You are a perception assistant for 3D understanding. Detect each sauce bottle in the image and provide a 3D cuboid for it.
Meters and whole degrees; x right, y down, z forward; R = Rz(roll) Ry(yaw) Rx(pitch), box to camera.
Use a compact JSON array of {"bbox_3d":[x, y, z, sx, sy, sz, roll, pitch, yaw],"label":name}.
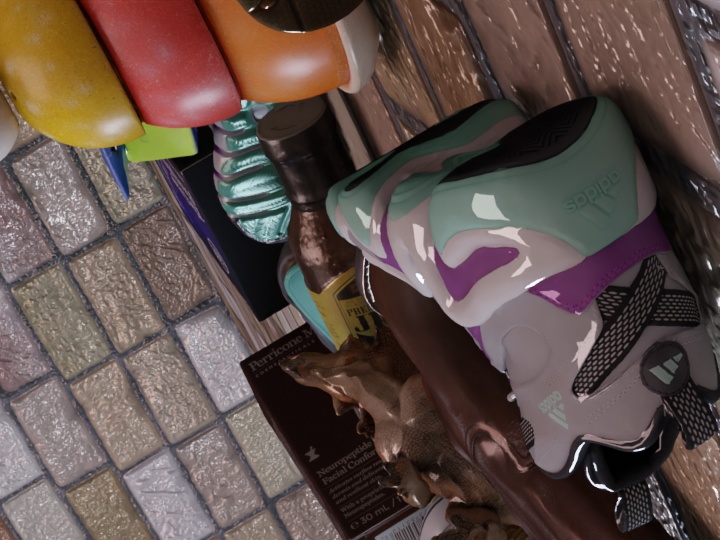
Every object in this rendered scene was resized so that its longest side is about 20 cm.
[{"bbox_3d":[0.000,0.000,1.031,0.201,0.064,0.065,63,173,-31],"label":"sauce bottle"}]

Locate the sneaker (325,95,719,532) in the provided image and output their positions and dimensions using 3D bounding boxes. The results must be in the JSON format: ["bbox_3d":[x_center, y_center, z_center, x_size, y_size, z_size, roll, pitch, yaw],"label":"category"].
[{"bbox_3d":[0.058,0.020,0.629,0.141,0.077,0.200,62,174,-10],"label":"sneaker"}]

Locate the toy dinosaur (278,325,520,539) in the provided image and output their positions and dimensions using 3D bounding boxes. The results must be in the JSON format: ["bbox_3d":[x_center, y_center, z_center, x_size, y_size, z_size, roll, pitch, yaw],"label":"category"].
[{"bbox_3d":[0.054,0.090,0.960,0.200,0.086,0.136,47,179,4],"label":"toy dinosaur"}]

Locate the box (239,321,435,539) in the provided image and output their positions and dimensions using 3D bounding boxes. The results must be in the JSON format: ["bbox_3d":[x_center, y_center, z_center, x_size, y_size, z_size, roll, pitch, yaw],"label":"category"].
[{"bbox_3d":[0.001,0.123,1.406,0.200,0.100,0.075,52,170,44],"label":"box"}]

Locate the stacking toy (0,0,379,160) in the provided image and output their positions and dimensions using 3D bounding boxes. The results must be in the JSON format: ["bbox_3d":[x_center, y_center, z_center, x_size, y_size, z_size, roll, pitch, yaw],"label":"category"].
[{"bbox_3d":[-0.104,-0.099,0.810,0.147,0.199,0.146,58,173,12],"label":"stacking toy"}]

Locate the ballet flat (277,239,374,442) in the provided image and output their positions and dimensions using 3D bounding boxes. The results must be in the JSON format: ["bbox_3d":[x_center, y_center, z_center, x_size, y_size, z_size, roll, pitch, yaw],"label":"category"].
[{"bbox_3d":[0.015,0.042,1.137,0.201,0.073,0.073,57,176,-32],"label":"ballet flat"}]

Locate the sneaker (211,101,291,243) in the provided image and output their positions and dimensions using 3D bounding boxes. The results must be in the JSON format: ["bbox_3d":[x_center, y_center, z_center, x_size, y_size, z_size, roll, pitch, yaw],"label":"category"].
[{"bbox_3d":[-0.056,-0.103,1.082,0.201,0.074,0.088,79,179,-52],"label":"sneaker"}]

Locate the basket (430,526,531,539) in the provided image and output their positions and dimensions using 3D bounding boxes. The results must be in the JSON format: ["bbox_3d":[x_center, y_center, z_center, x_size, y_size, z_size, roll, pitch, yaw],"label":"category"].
[{"bbox_3d":[0.059,0.244,1.047,0.143,0.199,0.150,48,167,54],"label":"basket"}]

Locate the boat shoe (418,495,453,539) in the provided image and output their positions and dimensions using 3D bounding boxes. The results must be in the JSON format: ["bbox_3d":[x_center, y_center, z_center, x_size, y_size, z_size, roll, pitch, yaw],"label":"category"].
[{"bbox_3d":[0.072,0.190,1.276,0.062,0.072,0.201,56,174,35],"label":"boat shoe"}]

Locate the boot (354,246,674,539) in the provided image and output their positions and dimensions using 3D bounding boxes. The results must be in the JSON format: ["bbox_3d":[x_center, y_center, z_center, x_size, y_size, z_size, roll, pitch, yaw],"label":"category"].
[{"bbox_3d":[0.082,0.075,0.768,0.201,0.064,0.187,55,176,35],"label":"boot"}]

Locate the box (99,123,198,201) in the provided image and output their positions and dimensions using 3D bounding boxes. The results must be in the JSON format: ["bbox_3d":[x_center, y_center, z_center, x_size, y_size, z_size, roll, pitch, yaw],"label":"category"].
[{"bbox_3d":[-0.121,-0.153,1.037,0.122,0.047,0.202,79,-175,-70],"label":"box"}]

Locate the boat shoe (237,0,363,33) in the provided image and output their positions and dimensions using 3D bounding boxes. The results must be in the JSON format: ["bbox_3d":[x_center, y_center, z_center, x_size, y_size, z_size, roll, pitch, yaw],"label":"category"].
[{"bbox_3d":[-0.042,-0.175,0.611,0.068,0.071,0.202,-122,11,-64],"label":"boat shoe"}]

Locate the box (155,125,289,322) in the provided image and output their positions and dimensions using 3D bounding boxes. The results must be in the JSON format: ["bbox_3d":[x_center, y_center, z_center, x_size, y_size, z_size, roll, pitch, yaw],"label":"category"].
[{"bbox_3d":[-0.102,-0.073,1.441,0.142,0.078,0.200,61,174,-31],"label":"box"}]
